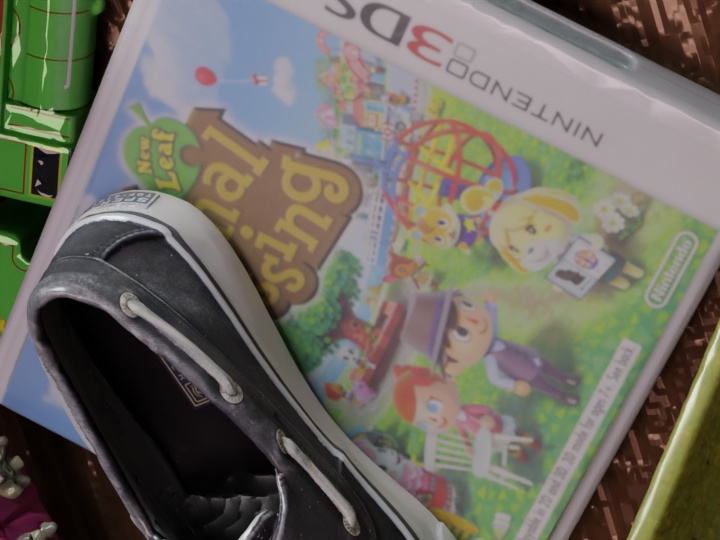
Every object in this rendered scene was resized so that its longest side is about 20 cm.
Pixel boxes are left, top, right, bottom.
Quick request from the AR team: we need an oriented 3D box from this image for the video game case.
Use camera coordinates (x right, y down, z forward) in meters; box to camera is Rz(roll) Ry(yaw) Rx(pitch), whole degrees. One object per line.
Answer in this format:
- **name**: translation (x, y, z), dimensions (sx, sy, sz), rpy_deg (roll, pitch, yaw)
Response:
- **video game case**: translation (0.000, 0.000, 0.870), dimensions (0.182, 0.022, 0.200), rpy_deg (27, 123, 2)

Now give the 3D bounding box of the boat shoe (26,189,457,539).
- **boat shoe**: translation (-0.029, 0.072, 0.865), dimensions (0.072, 0.068, 0.200), rpy_deg (-22, 109, 27)

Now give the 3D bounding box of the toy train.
- **toy train**: translation (-0.107, -0.050, 0.915), dimensions (0.056, 0.042, 0.201), rpy_deg (13, 117, 11)

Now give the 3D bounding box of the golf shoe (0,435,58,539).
- **golf shoe**: translation (-0.129, 0.132, 0.934), dimensions (0.091, 0.075, 0.201), rpy_deg (-30, 78, 34)

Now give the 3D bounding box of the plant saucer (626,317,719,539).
- **plant saucer**: translation (0.174, 0.083, 0.776), dimensions (0.199, 0.048, 0.201), rpy_deg (22, 85, 18)
